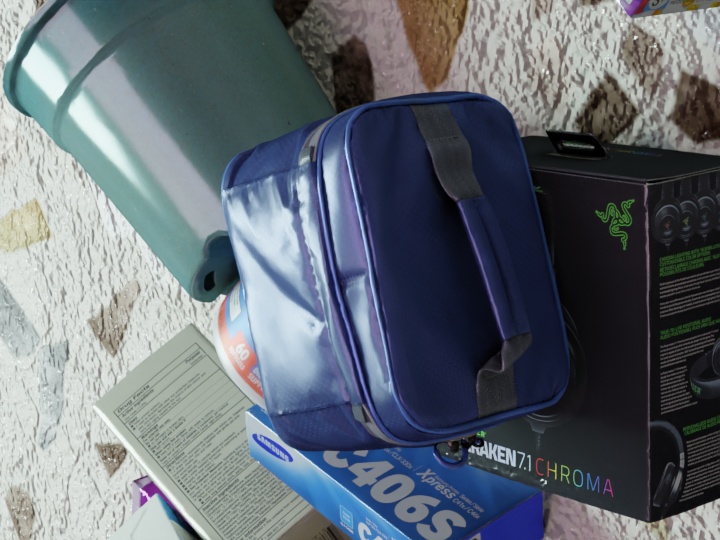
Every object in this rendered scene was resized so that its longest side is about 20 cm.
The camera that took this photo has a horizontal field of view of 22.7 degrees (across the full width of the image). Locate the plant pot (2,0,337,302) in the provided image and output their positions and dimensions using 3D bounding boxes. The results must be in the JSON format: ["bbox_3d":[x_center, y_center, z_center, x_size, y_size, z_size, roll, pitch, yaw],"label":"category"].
[{"bbox_3d":[-0.105,-0.098,1.219,0.196,0.200,0.200,53,137,16],"label":"plant pot"}]

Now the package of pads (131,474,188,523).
[{"bbox_3d":[-0.126,0.265,1.431,0.120,0.076,0.200,24,119,43],"label":"package of pads"}]

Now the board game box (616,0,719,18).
[{"bbox_3d":[0.183,-0.234,0.869,0.105,0.103,0.200,55,138,26],"label":"board game box"}]

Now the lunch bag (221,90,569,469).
[{"bbox_3d":[0.025,0.008,0.960,0.132,0.136,0.200,-18,85,51],"label":"lunch bag"}]

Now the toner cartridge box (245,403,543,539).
[{"bbox_3d":[0.020,0.133,1.186,0.200,0.095,0.043,32,137,42],"label":"toner cartridge box"}]

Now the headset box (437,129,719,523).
[{"bbox_3d":[0.130,0.019,1.019,0.174,0.093,0.200,13,110,49],"label":"headset box"}]

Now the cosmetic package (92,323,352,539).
[{"bbox_3d":[-0.093,0.145,1.311,0.200,0.103,0.087,44,170,37],"label":"cosmetic package"}]

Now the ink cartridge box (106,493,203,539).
[{"bbox_3d":[-0.095,0.265,1.301,0.200,0.067,0.116,47,177,-20],"label":"ink cartridge box"}]

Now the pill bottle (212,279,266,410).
[{"bbox_3d":[0.000,0.000,1.152,0.200,0.112,0.112,-49,62,34],"label":"pill bottle"}]
